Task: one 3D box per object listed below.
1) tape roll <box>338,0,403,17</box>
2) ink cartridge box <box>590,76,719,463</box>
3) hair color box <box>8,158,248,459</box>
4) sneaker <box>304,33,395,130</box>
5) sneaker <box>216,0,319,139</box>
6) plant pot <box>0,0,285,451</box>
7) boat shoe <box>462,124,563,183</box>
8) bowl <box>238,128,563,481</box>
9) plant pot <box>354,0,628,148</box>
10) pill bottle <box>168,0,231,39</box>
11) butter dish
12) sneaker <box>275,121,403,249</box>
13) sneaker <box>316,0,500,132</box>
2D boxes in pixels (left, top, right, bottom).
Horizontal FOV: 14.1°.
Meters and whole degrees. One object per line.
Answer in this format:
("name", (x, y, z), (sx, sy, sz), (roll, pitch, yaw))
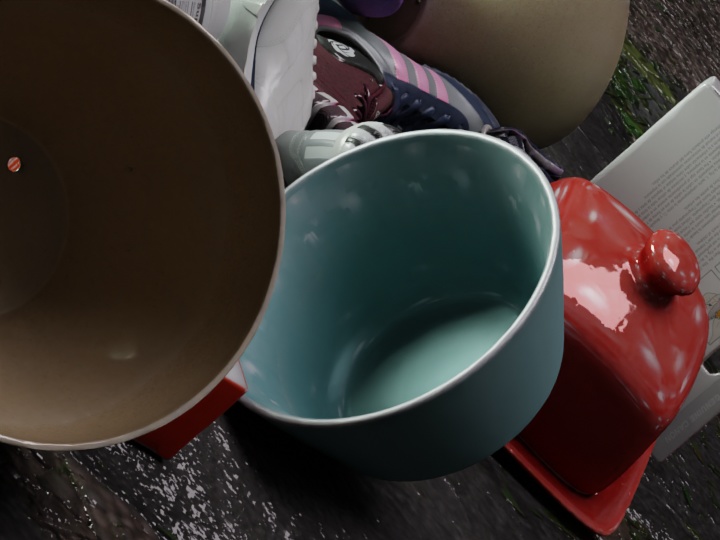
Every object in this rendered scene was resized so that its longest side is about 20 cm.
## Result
("tape roll", (-0.047, -0.246, 1.912), (0.200, 0.066, 0.200), (29, -10, 6))
("ink cartridge box", (0.219, 0.000, 1.974), (0.176, 0.200, 0.045), (50, 18, 3))
("hair color box", (-0.129, -0.011, 1.445), (0.101, 0.061, 0.200), (33, 26, -38))
("sneaker", (-0.005, -0.084, 1.795), (0.115, 0.076, 0.200), (-6, 55, -47))
("sneaker", (-0.057, -0.137, 1.716), (0.080, 0.076, 0.201), (32, 70, -46))
("plant pot", (-0.151, -0.024, 1.279), (0.200, 0.201, 0.134), (41, -18, -20))
("boat shoe", (0.055, -0.071, 1.912), (0.200, 0.093, 0.075), (31, 26, -42))
("bowl", (0.030, 0.033, 1.554), (0.105, 0.200, 0.201), (58, 9, -41))
("plant pot", (0.072, -0.190, 2.043), (0.134, 0.201, 0.201), (5, 44, -38))
("pill bottle", (-0.148, -0.152, 1.596), (0.111, 0.111, 0.200), (53, 19, 11))
("butter dish", (0.148, 0.025, 1.803), (0.200, 0.148, 0.200), (45, 39, -12))
("sneaker", (0.000, 0.000, 1.695), (0.075, 0.115, 0.201), (-37, 121, -37))
("sneaker", (0.015, -0.111, 1.945), (0.200, 0.070, 0.082), (32, 21, -21))
